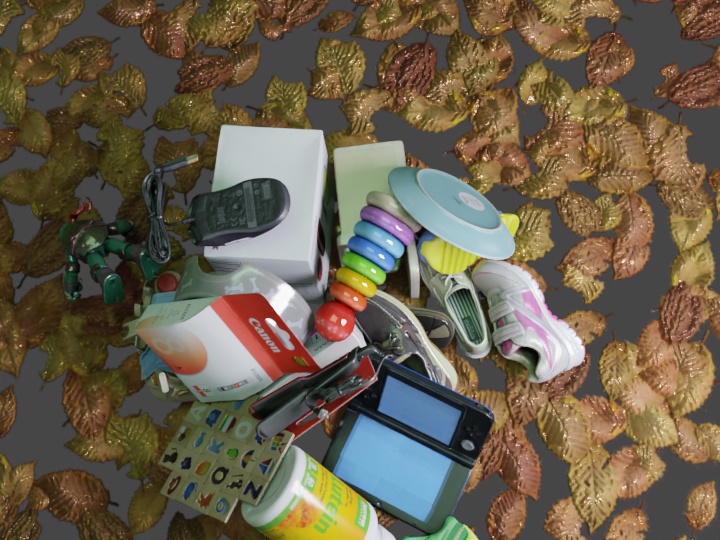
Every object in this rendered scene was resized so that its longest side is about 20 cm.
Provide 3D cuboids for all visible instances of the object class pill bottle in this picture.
[{"bbox_3d":[-0.048,0.325,1.192,0.200,0.111,0.112,42,77,-22],"label":"pill bottle"}]

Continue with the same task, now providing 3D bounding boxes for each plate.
[{"bbox_3d":[0.127,-0.087,1.238,0.199,0.200,0.026,38,117,13],"label":"plate"}]

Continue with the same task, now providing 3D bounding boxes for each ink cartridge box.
[{"bbox_3d":[-0.079,0.150,1.245,0.199,0.174,0.044,-36,110,4],"label":"ink cartridge box"},{"bbox_3d":[-0.169,0.105,1.187,0.197,0.163,0.051,-5,45,34],"label":"ink cartridge box"}]

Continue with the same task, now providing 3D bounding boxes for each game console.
[{"bbox_3d":[0.059,0.236,1.252,0.197,0.172,0.119,24,49,11],"label":"game console"}]

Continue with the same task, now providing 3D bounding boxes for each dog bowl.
[{"bbox_3d":[-0.162,0.063,1.236,0.197,0.201,0.059,18,59,9],"label":"dog bowl"}]

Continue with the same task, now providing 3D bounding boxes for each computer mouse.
[{"bbox_3d":[-0.188,-0.091,1.199,0.197,0.046,0.142,-18,68,4],"label":"computer mouse"}]

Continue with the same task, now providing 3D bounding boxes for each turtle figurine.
[{"bbox_3d":[-0.385,-0.025,1.343,0.199,0.101,0.150,26,71,40],"label":"turtle figurine"}]

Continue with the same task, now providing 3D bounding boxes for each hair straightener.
[{"bbox_3d":[-0.044,0.159,1.160,0.198,0.041,0.077,-27,44,1],"label":"hair straightener"}]

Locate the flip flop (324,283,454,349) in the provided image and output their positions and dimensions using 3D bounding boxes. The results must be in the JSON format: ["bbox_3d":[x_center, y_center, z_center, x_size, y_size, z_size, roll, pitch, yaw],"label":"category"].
[{"bbox_3d":[0.042,0.062,1.331,0.197,0.082,0.058,11,35,14],"label":"flip flop"}]

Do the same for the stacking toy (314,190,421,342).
[{"bbox_3d":[0.000,0.000,1.216,0.085,0.085,0.202,29,85,12],"label":"stacking toy"}]

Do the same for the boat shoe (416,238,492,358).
[{"bbox_3d":[0.140,0.028,1.335,0.071,0.062,0.202,-25,72,-4],"label":"boat shoe"}]

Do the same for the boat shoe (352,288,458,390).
[{"bbox_3d":[0.057,0.108,1.276,0.200,0.073,0.065,44,37,-6],"label":"boat shoe"}]

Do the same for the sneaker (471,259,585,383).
[{"bbox_3d":[0.220,0.072,1.290,0.088,0.082,0.200,-35,77,-27],"label":"sneaker"}]

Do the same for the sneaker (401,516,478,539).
[{"bbox_3d":[0.068,0.404,1.228,0.198,0.074,0.084,-34,50,-4],"label":"sneaker"}]

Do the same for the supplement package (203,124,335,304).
[{"bbox_3d":[-0.120,-0.074,1.313,0.144,0.200,0.195,3,73,5],"label":"supplement package"}]

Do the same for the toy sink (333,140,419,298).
[{"bbox_3d":[0.020,-0.064,1.338,0.110,0.131,0.204,-7,73,2],"label":"toy sink"}]

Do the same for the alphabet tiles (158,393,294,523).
[{"bbox_3d":[-0.179,0.235,1.212,0.198,0.006,0.168,9,62,40],"label":"alphabet tiles"}]

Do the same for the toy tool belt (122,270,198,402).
[{"bbox_3d":[-0.273,0.083,1.314,0.123,0.123,0.203,-9,72,1],"label":"toy tool belt"}]

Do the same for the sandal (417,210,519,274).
[{"bbox_3d":[0.141,-0.053,1.325,0.087,0.199,0.080,36,121,29],"label":"sandal"}]
